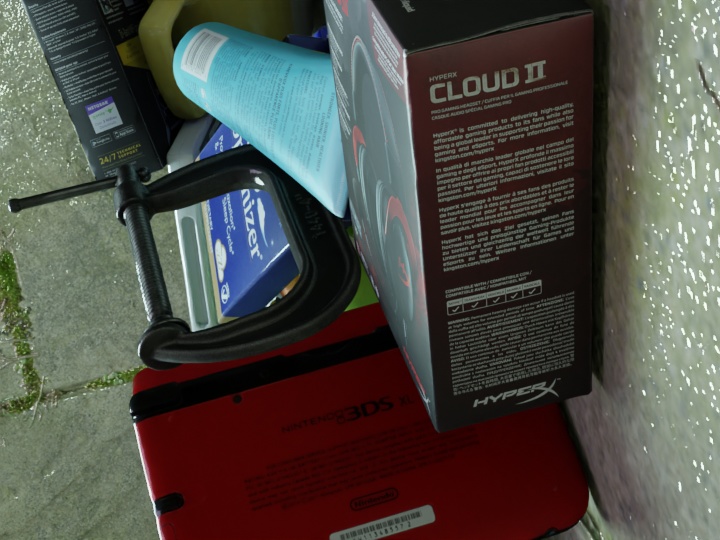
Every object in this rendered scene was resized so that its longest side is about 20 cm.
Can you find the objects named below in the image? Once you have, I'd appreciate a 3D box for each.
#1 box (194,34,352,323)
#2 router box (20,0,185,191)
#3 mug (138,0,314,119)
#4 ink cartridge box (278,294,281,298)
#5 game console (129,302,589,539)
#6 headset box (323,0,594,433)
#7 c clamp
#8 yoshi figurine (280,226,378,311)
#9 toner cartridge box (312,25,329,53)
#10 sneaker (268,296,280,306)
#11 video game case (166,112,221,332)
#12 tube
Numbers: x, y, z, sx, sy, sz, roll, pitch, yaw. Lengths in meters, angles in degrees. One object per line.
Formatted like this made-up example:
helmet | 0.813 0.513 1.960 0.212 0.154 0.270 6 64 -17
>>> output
box | -0.051 -0.059 0.787 0.200 0.032 0.123 -40 55 53
router box | -0.180 -0.161 0.951 0.200 0.052 0.159 -79 -30 -74
mug | -0.116 -0.215 0.973 0.149 0.186 0.154 36 156 36
ink cartridge box | -0.043 0.040 1.149 0.144 0.083 0.203 -148 44 -76
game console | -0.009 0.085 0.644 0.119 0.197 0.174 94 160 -66
headset box | 0.038 -0.060 0.533 0.149 0.074 0.202 -114 14 -52
c clamp | -0.091 -0.009 0.676 0.200 0.169 0.027 -124 16 -50
yoshi figurine | -0.010 0.012 0.862 0.200 0.111 0.113 126 122 -76
toner cartridge box | -0.012 -0.109 0.870 0.200 0.043 0.096 -169 67 -80
sneaker | -0.056 0.077 0.902 0.078 0.085 0.200 40 177 -4
video game case | -0.114 -0.040 1.004 0.201 0.023 0.184 -85 -9 -65
tube | -0.048 -0.096 0.700 0.200 0.050 0.078 36 124 56
